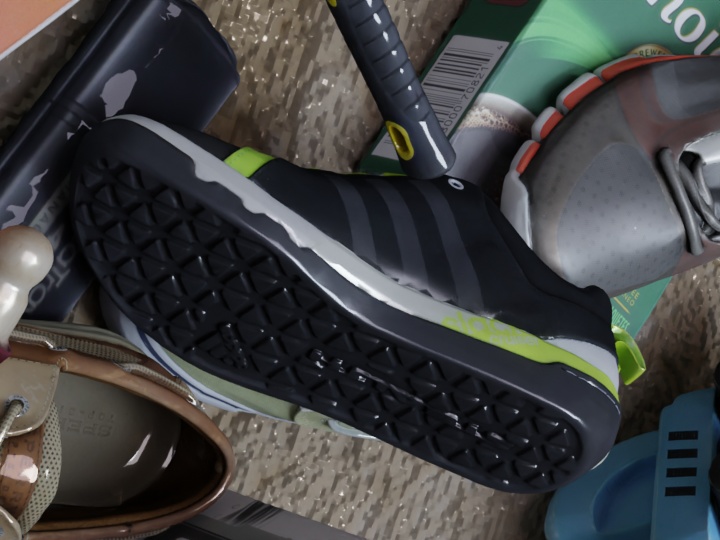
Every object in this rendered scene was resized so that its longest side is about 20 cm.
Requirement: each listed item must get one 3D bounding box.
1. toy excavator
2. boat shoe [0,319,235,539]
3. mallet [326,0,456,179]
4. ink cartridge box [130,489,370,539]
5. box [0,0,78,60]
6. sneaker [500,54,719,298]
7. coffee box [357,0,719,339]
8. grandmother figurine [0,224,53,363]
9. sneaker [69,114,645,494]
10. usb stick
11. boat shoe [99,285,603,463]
[{"bbox_3d":[0.094,0.127,0.914,0.195,0.200,0.100,-72,142,-59],"label":"toy excavator"},{"bbox_3d":[-0.116,0.044,0.708,0.200,0.072,0.076,2,103,-47],"label":"boat shoe"},{"bbox_3d":[-0.010,-0.104,0.678,0.041,0.066,0.200,-45,121,-24],"label":"mallet"},{"bbox_3d":[-0.028,0.137,0.754,0.067,0.200,0.116,-32,115,-29],"label":"ink cartridge box"},{"bbox_3d":[-0.110,-0.163,0.702,0.200,0.106,0.152,-42,120,-24],"label":"box"},{"bbox_3d":[0.136,-0.042,0.862,0.200,0.082,0.077,-29,116,-30],"label":"sneaker"},{"bbox_3d":[0.097,-0.077,0.907,0.123,0.044,0.200,45,72,-33],"label":"coffee box"},{"bbox_3d":[-0.139,-0.002,0.618,0.121,0.061,0.200,8,102,2],"label":"grandmother figurine"},{"bbox_3d":[0.000,0.000,0.789,0.200,0.072,0.083,30,46,-15],"label":"sneaker"},{"bbox_3d":[-0.108,-0.006,0.777,0.200,0.033,0.055,-55,132,-16],"label":"usb stick"},{"bbox_3d":[0.006,0.024,0.846,0.200,0.062,0.072,17,87,-36],"label":"boat shoe"}]
